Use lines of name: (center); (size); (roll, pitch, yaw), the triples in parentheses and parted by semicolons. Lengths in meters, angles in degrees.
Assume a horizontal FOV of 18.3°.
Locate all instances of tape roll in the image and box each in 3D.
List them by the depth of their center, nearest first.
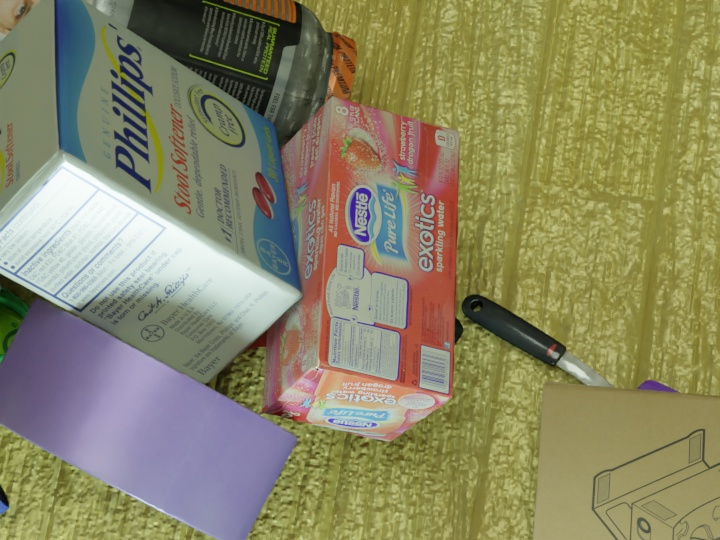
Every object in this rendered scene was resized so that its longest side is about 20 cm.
tape roll: (-0.147, 0.101, 1.484); (0.199, 0.200, 0.085); (27, 84, 14)

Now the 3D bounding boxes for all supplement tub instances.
supplement tub: (-0.110, -0.149, 1.604); (0.199, 0.123, 0.123); (17, 69, -13)

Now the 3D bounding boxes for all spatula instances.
spatula: (0.154, 0.071, 1.572); (0.199, 0.021, 0.057); (34, 75, 17)

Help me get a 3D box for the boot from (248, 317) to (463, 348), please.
boot: (-0.034, 0.051, 1.572); (0.199, 0.072, 0.145); (-27, 70, -10)

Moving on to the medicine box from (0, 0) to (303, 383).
medicine box: (-0.150, -0.056, 1.470); (0.103, 0.199, 0.183); (-41, 35, 25)

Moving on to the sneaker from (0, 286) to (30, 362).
sneaker: (-0.301, 0.022, 1.597); (0.199, 0.084, 0.074); (18, 71, 12)

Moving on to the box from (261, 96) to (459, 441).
box: (0.000, 0.000, 1.497); (0.102, 0.095, 0.201); (13, 62, -23)

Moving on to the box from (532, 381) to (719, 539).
box: (0.216, 0.159, 1.497); (0.198, 0.021, 0.164); (4, 61, 5)

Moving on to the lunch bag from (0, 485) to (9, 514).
lunch bag: (-0.351, 0.129, 1.509); (0.169, 0.201, 0.124); (-30, 36, -4)

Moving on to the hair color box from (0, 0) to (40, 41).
hair color box: (-0.278, -0.211, 1.699); (0.199, 0.061, 0.099); (21, 72, 12)
